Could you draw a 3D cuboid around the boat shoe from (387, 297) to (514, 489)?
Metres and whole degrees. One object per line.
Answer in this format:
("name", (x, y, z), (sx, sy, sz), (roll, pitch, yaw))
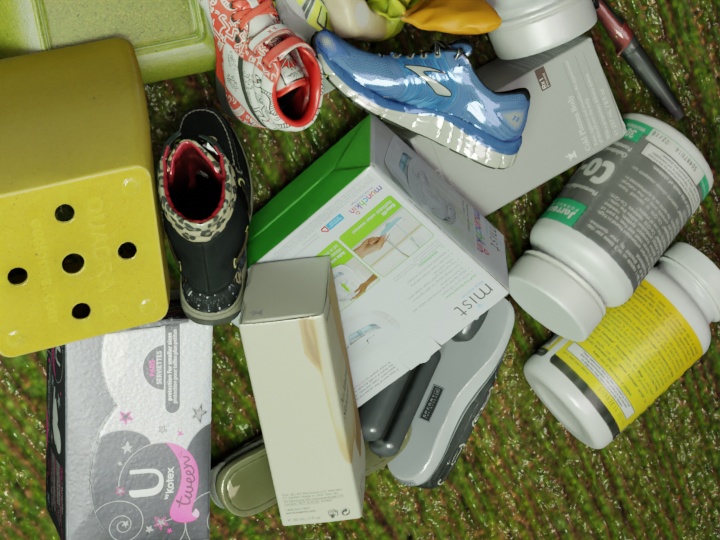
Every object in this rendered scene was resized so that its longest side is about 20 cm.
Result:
("boat shoe", (0.092, 0.116, 1.435), (0.057, 0.068, 0.201), (32, 86, -50))

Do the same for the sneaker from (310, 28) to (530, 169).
("sneaker", (0.052, -0.162, 1.265), (0.199, 0.079, 0.090), (22, 100, -9))

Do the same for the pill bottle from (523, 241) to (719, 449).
("pill bottle", (0.265, 0.069, 1.456), (0.200, 0.112, 0.113), (-41, 112, -7))

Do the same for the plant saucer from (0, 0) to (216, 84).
("plant saucer", (-0.210, -0.247, 1.244), (0.199, 0.048, 0.201), (-14, 106, -17))

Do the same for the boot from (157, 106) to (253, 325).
("boot", (-0.126, -0.078, 1.215), (0.073, 0.154, 0.205), (-4, 61, -2))

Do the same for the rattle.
("rattle", (0.031, -0.298, 1.267), (0.130, 0.142, 0.202), (-4, 95, -40))

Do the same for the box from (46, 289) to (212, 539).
("box", (-0.199, 0.127, 1.296), (0.131, 0.115, 0.202), (-2, 103, -20))

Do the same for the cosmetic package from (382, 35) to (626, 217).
("cosmetic package", (0.128, -0.128, 1.377), (0.199, 0.090, 0.107), (-33, 114, -14))

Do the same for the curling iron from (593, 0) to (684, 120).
("curling iron", (0.247, -0.214, 1.431), (0.200, 0.025, 0.050), (46, 47, -26))

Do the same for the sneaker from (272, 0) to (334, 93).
("sneaker", (-0.063, -0.246, 1.297), (0.076, 0.075, 0.201), (-29, 114, -34))

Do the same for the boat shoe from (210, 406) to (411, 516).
("boat shoe", (-0.051, 0.164, 1.385), (0.199, 0.068, 0.075), (-16, 100, -25))

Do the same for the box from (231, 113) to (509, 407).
("box", (0.000, 0.000, 1.306), (0.176, 0.097, 0.200), (39, 117, -23))

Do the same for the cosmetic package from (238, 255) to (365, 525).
("cosmetic package", (-0.045, 0.100, 1.250), (0.071, 0.105, 0.201), (-7, 119, 6))

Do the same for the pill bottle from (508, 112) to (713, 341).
("pill bottle", (0.231, -0.039, 1.407), (0.113, 0.113, 0.200), (44, 76, -23))

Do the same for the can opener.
("can opener", (0.061, 0.077, 1.379), (0.053, 0.067, 0.201), (46, 57, -33))

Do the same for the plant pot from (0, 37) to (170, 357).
("plant pot", (-0.245, -0.044, 1.182), (0.199, 0.177, 0.201), (-13, 121, -16))

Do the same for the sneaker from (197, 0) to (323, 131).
("sneaker", (-0.085, -0.208, 1.220), (0.067, 0.108, 0.203), (-28, 120, -28))

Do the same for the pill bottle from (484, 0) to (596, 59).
("pill bottle", (0.131, -0.296, 1.313), (0.113, 0.113, 0.201), (-26, 107, -13))
